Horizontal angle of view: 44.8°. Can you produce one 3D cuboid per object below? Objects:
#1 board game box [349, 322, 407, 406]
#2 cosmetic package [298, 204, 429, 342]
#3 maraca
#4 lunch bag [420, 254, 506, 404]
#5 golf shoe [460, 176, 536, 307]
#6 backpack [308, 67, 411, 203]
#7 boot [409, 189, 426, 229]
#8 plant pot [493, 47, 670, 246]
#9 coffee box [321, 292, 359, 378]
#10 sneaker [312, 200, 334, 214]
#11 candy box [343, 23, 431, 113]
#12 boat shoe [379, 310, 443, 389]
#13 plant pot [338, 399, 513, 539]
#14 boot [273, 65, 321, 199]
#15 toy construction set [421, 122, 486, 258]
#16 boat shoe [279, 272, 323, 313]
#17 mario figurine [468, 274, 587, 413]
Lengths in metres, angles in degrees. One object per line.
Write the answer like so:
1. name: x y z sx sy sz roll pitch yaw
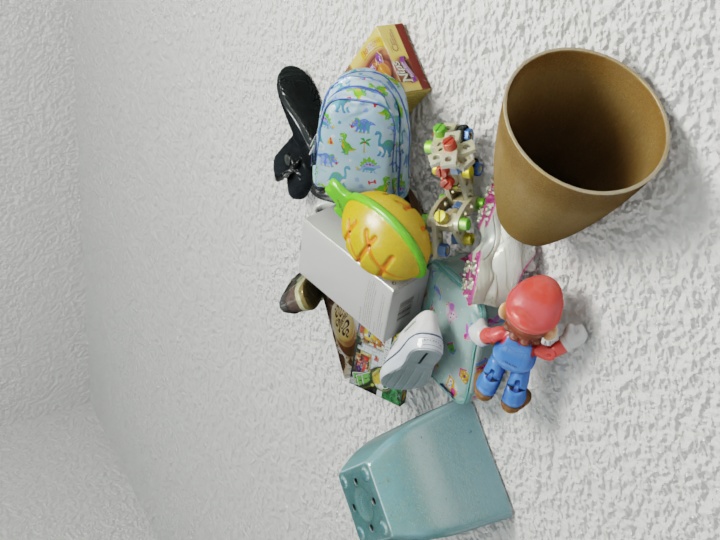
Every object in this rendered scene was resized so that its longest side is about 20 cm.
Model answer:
1. board game box: 0.042 0.110 1.413 0.103 0.023 0.204 19 114 25
2. cosmetic package: 0.000 0.000 1.323 0.199 0.084 0.109 40 139 29
3. maraca: 0.021 -0.058 1.217 0.199 0.107 0.138 36 159 37
4. lunch bag: 0.146 0.088 1.297 0.160 0.076 0.203 42 136 44
5. golf shoe: 0.199 -0.047 1.174 0.075 0.090 0.204 -106 30 -81
6. backpack: 0.003 -0.192 1.278 0.160 0.154 0.204 14 105 12
7. boot: 0.022 -0.108 1.445 0.201 0.070 0.147 49 159 11
8. plant pot: 0.226 -0.118 1.008 0.189 0.184 0.201 64 161 20
9. coffee box: 0.000 0.079 1.537 0.113 0.079 0.204 -20 84 61
10. sneaker: 0.000 -0.051 1.417 0.198 0.073 0.115 24 158 30
11. candy box: 0.024 -0.281 1.380 0.200 0.056 0.118 -40 68 55
12. boat shoe: 0.082 0.121 1.297 0.200 0.072 0.068 128 154 -60
13. plant pot: 0.083 0.337 1.383 0.196 0.197 0.199 -40 67 58
14. boot: -0.126 -0.251 1.625 0.168 0.076 0.203 -40 73 53
15. toy construction set: 0.122 -0.123 1.194 0.091 0.132 0.201 18 148 19
16. boat shoe: -0.100 0.032 1.597 0.201 0.065 0.073 -51 -55 -73
17. mario figurine: 0.219 0.087 1.152 0.107 0.121 0.202 -107 26 -48
